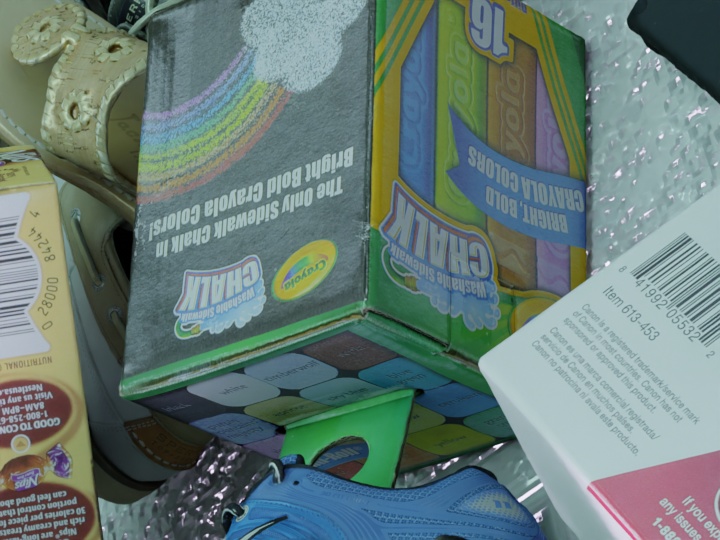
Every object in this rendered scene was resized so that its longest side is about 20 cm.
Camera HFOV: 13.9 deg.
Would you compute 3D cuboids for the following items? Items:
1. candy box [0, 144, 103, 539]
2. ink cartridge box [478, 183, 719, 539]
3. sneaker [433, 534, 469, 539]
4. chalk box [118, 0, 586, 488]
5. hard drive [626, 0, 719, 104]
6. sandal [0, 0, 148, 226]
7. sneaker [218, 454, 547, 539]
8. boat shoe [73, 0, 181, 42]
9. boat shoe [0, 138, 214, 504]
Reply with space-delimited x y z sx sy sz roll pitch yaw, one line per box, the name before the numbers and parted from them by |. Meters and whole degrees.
candy box | -0.129 0.061 1.099 0.117 0.056 0.201 -140 42 -77
ink cartridge box | 0.159 0.029 0.856 0.200 0.084 0.145 -36 43 -6
sneaker | 0.073 0.169 0.863 0.090 0.200 0.078 -50 7 -3
chalk box | 0.000 0.000 1.064 0.124 0.124 0.201 -18 60 39
hard drive | 0.187 -0.131 0.997 0.200 0.033 0.140 -55 42 11
sandal | -0.079 -0.057 1.146 0.212 0.078 0.070 49 144 13
sneaker | -0.031 0.115 0.961 0.079 0.199 0.089 93 158 -47
boat shoe | -0.077 -0.098 1.235 0.071 0.064 0.200 -56 42 10
boat shoe | -0.094 -0.008 1.209 0.068 0.075 0.201 -31 61 31
